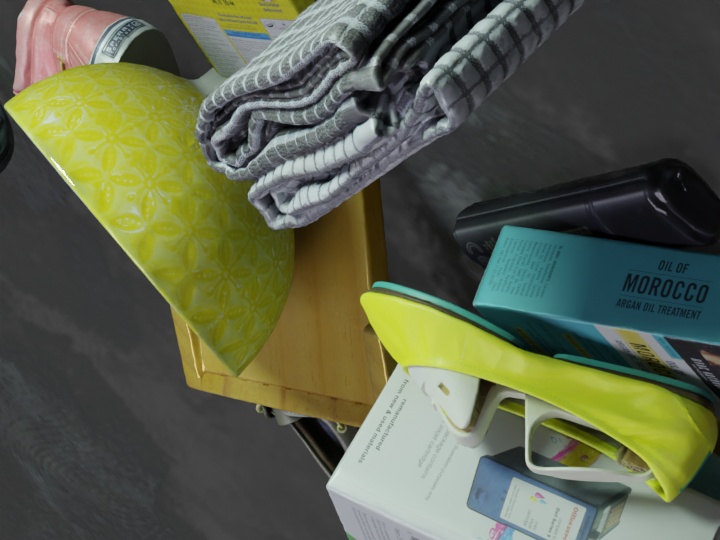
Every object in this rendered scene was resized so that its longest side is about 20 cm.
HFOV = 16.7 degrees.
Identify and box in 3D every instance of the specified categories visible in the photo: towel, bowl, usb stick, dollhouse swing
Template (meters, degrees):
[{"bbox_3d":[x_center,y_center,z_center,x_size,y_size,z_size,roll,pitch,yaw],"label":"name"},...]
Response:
[{"bbox_3d":[0.021,-0.112,1.106,0.086,0.166,0.200,48,155,-6],"label":"towel"},{"bbox_3d":[-0.096,-0.049,1.379,0.200,0.108,0.200,49,175,5],"label":"bowl"},{"bbox_3d":[0.116,-0.025,1.284,0.055,0.033,0.200,37,158,-21],"label":"usb stick"},{"bbox_3d":[0.000,0.000,1.491,0.181,0.177,0.199,4,-177,-41],"label":"dollhouse swing"}]

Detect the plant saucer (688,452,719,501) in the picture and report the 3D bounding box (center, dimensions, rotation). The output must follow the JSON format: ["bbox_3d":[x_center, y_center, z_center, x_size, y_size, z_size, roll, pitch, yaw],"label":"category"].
[{"bbox_3d":[0.164,0.150,1.404,0.199,0.036,0.200,29,154,16],"label":"plant saucer"}]

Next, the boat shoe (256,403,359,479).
[{"bbox_3d":[-0.033,0.084,1.652,0.202,0.060,0.072,48,155,-19],"label":"boat shoe"}]

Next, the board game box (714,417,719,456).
[{"bbox_3d":[0.211,0.169,1.476,0.153,0.040,0.200,43,156,-8],"label":"board game box"}]

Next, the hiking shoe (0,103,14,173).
[{"bbox_3d":[-0.293,-0.105,1.695,0.200,0.074,0.087,31,165,41],"label":"hiking shoe"}]

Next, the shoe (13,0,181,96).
[{"bbox_3d":[-0.151,-0.086,1.519,0.091,0.072,0.201,25,147,31],"label":"shoe"}]

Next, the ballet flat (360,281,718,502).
[{"bbox_3d":[0.083,0.065,1.253,0.199,0.067,0.067,19,166,14],"label":"ballet flat"}]

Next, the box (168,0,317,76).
[{"bbox_3d":[-0.078,-0.183,1.267,0.117,0.048,0.200,12,147,47],"label":"box"}]

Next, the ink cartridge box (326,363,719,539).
[{"bbox_3d":[0.096,0.148,1.323,0.199,0.088,0.146,25,159,20],"label":"ink cartridge box"}]

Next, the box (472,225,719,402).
[{"bbox_3d":[0.162,0.028,1.240,0.199,0.049,0.082,9,158,38],"label":"box"}]
